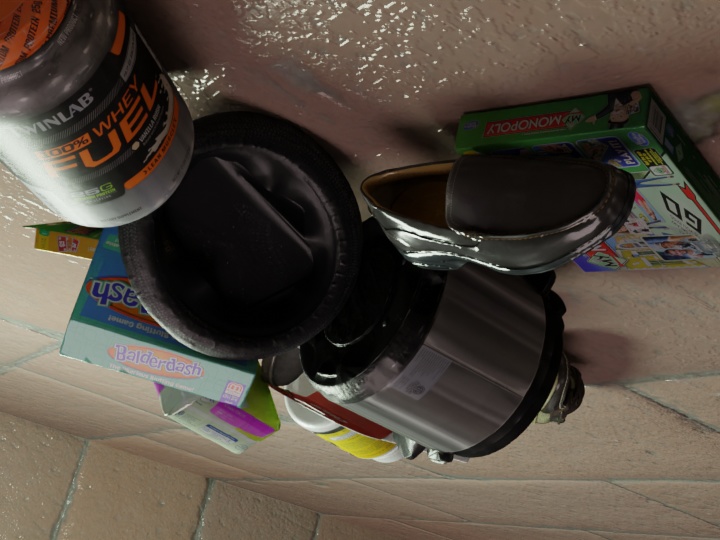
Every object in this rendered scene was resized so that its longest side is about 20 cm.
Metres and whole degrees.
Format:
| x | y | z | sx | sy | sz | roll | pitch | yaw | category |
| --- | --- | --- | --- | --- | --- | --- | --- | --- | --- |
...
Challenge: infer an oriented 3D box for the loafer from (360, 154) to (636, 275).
| x | y | z | sx | sy | sz | roll | pitch | yaw | category |
| --- | --- | --- | --- | --- | --- | --- | --- | --- | --- |
| 0.080 | -0.041 | 0.666 | 0.072 | 0.073 | 0.200 | 34 | 152 | -34 | loafer |

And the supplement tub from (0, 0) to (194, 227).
| x | y | z | sx | sy | sz | roll | pitch | yaw | category |
| --- | --- | --- | --- | --- | --- | --- | --- | --- | --- |
| -0.189 | -0.118 | 0.644 | 0.122 | 0.123 | 0.200 | 9 | 161 | 14 | supplement tub |

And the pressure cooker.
| x | y | z | sx | sy | sz | roll | pitch | yaw | category |
| --- | --- | --- | --- | --- | --- | --- | --- | --- | --- |
| 0.069 | 0.064 | 0.873 | 0.200 | 0.179 | 0.176 | 29 | 148 | -29 | pressure cooker |

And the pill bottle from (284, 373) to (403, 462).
| x | y | z | sx | sy | sz | roll | pitch | yaw | category |
| --- | --- | --- | --- | --- | --- | --- | --- | --- | --- |
| -0.004 | 0.179 | 1.351 | 0.114 | 0.115 | 0.200 | 2 | 157 | 31 | pill bottle |

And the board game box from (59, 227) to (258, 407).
| x | y | z | sx | sy | sz | roll | pitch | yaw | category |
| --- | --- | --- | --- | --- | --- | --- | --- | --- | --- |
| -0.156 | 0.013 | 0.888 | 0.152 | 0.200 | 0.045 | 18 | 127 | -13 | board game box |

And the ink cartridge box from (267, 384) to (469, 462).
| x | y | z | sx | sy | sz | roll | pitch | yaw | category |
| --- | --- | --- | --- | --- | --- | --- | --- | --- | --- |
| 0.010 | 0.150 | 1.153 | 0.200 | 0.047 | 0.160 | 24 | 177 | -36 | ink cartridge box |

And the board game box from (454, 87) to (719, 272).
| x | y | z | sx | sy | sz | roll | pitch | yaw | category |
| --- | --- | --- | --- | --- | --- | --- | --- | --- | --- |
| 0.173 | -0.053 | 0.712 | 0.134 | 0.029 | 0.200 | -3 | 154 | 39 | board game box |

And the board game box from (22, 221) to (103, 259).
| x | y | z | sx | sy | sz | roll | pitch | yaw | category |
| --- | --- | --- | --- | --- | --- | --- | --- | --- | --- |
| -0.226 | -0.022 | 1.031 | 0.199 | 0.030 | 0.096 | 13 | -172 | 11 | board game box |

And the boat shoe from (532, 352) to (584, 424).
| x | y | z | sx | sy | sz | roll | pitch | yaw | category |
| --- | --- | --- | --- | --- | --- | --- | --- | --- | --- |
| 0.212 | 0.125 | 1.131 | 0.065 | 0.074 | 0.200 | 2 | 163 | 2 | boat shoe |

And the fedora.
| x | y | z | sx | sy | sz | roll | pitch | yaw | category |
| --- | --- | --- | --- | --- | --- | --- | --- | --- | --- |
| -0.096 | -0.033 | 0.812 | 0.200 | 0.201 | 0.092 | 23 | -168 | -25 | fedora |

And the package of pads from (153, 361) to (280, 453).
| x | y | z | sx | sy | sz | roll | pitch | yaw | category |
| --- | --- | --- | --- | --- | --- | --- | --- | --- | --- |
| -0.169 | 0.086 | 1.111 | 0.068 | 0.200 | 0.155 | -33 | 145 | 10 | package of pads |

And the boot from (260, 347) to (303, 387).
| x | y | z | sx | sy | sz | roll | pitch | yaw | category |
| --- | --- | --- | --- | --- | --- | --- | --- | --- | --- |
| 0.001 | 0.100 | 1.064 | 0.199 | 0.073 | 0.182 | 24 | 144 | 6 | boot |
